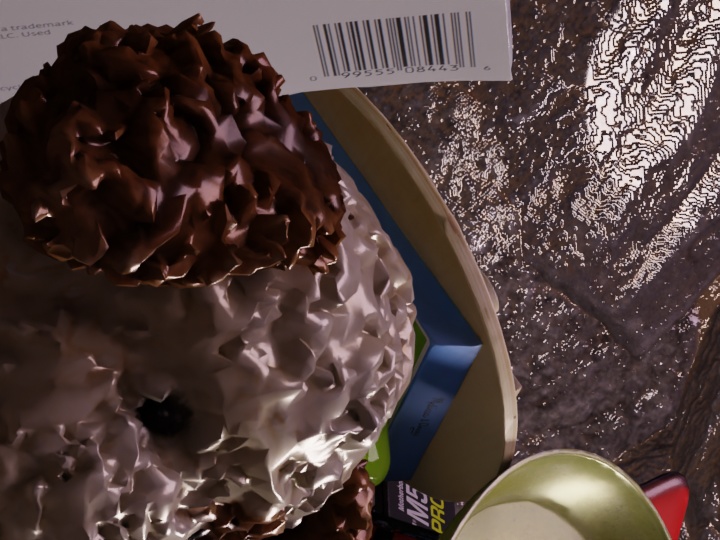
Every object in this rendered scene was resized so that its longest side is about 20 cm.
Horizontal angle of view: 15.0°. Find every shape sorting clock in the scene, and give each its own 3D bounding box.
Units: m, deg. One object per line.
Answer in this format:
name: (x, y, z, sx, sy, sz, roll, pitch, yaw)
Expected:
shape sorting clock: (0.000, 0.000, 1.073, 0.200, 0.039, 0.201, 49, -27, 36)

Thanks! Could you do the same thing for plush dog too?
plush dog: (-0.074, 0.018, 0.500, 0.200, 0.171, 0.161, 80, 6, -58)

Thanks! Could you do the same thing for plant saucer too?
plant saucer: (0.067, 0.169, 1.050, 0.199, 0.031, 0.201, 5, 84, -51)

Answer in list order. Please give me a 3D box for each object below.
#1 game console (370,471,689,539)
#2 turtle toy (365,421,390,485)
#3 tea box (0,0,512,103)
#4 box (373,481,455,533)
game console: (0.032, 0.169, 1.185, 0.119, 0.171, 0.201, -57, 161, -56)
turtle toy: (-0.065, 0.009, 1.039, 0.201, 0.101, 0.146, 61, 1, 4)
tea box: (-0.064, -0.157, 0.741, 0.134, 0.199, 0.198, 79, 8, -66)
box: (-0.032, 0.163, 1.291, 0.200, 0.044, 0.161, -47, -156, 28)
